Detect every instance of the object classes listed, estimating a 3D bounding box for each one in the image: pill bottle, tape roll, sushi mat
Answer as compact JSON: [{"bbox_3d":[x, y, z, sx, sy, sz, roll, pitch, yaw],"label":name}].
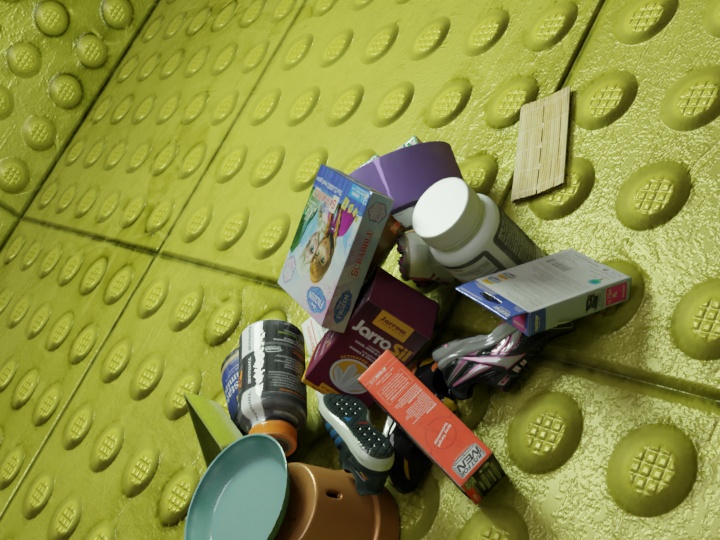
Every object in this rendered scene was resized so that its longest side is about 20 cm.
[{"bbox_3d":[0.167,-0.035,1.297,0.113,0.200,0.115,-28,42,28],"label":"pill bottle"},{"bbox_3d":[-0.133,0.181,1.402,0.106,0.106,0.201,-32,41,25],"label":"pill bottle"},{"bbox_3d":[-0.161,0.221,1.521,0.112,0.112,0.201,-43,37,12],"label":"pill bottle"},{"bbox_3d":[0.066,-0.123,1.479,0.199,0.199,0.086,-28,77,30],"label":"tape roll"},{"bbox_3d":[0.285,-0.198,1.466,0.095,0.012,0.202,-16,50,38],"label":"sushi mat"}]

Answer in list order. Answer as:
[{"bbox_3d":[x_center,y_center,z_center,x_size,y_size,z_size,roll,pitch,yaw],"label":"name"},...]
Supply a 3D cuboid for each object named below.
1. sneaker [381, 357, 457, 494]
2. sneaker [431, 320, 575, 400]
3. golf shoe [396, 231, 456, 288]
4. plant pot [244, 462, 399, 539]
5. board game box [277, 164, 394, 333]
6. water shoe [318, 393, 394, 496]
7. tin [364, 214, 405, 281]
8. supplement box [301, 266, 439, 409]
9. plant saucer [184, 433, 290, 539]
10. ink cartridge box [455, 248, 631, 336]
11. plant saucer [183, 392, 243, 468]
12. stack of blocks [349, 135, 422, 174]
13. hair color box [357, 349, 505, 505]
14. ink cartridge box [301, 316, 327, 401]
[{"bbox_3d":[0.089,0.208,1.289,0.089,0.070,0.202,-19,45,42],"label":"sneaker"},{"bbox_3d":[0.201,0.117,1.255,0.198,0.080,0.087,-24,75,22],"label":"sneaker"},{"bbox_3d":[0.107,-0.020,1.367,0.091,0.200,0.074,-7,82,16],"label":"golf shoe"},{"bbox_3d":[-0.064,0.354,1.277,0.199,0.140,0.202,-29,40,29],"label":"plant pot"},{"bbox_3d":[-0.042,-0.038,1.360,0.200,0.041,0.201,35,107,61],"label":"board game box"},{"bbox_3d":[-0.016,0.238,1.286,0.200,0.071,0.080,-134,53,-63],"label":"water shoe"},{"bbox_3d":[0.000,0.000,1.413,0.201,0.042,0.112,-53,1,30],"label":"tin"},{"bbox_3d":[0.013,0.107,1.362,0.200,0.110,0.086,-52,10,35],"label":"supplement box"},{"bbox_3d":[-0.160,0.321,1.261,0.199,0.036,0.202,-30,41,30],"label":"plant saucer"},{"bbox_3d":[0.236,0.029,1.206,0.198,0.042,0.119,-15,26,-25],"label":"ink cartridge box"},{"bbox_3d":[-0.205,0.305,1.462,0.047,0.202,0.200,-21,26,-20],"label":"plant saucer"},{"bbox_3d":[0.042,-0.150,1.656,0.199,0.058,0.116,-36,38,22],"label":"stack of blocks"},{"bbox_3d":[0.091,0.202,1.203,0.061,0.102,0.200,-44,58,-7],"label":"hair color box"},{"bbox_3d":[-0.025,0.105,1.505,0.200,0.068,0.116,-40,37,16],"label":"ink cartridge box"}]
